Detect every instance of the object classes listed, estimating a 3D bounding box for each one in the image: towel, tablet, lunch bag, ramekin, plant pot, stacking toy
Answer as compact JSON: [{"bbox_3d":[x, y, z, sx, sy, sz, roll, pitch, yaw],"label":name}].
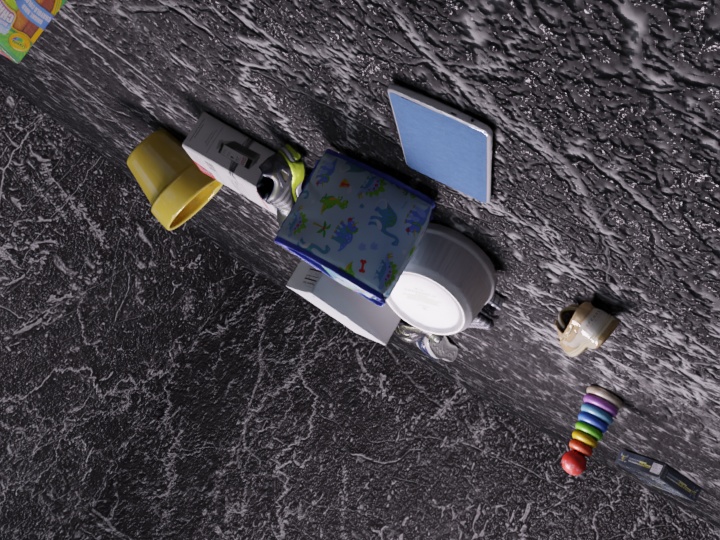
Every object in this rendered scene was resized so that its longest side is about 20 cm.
[{"bbox_3d":[0.175,0.052,1.364,0.164,0.086,0.200,34,170,-17],"label":"towel"},{"bbox_3d":[0.100,-0.146,0.810,0.129,0.014,0.200,29,171,17],"label":"tablet"},{"bbox_3d":[-0.010,-0.068,1.038,0.198,0.172,0.128,29,172,7],"label":"lunch bag"},{"bbox_3d":[0.124,0.024,1.151,0.200,0.095,0.204,24,148,16],"label":"ramekin"},{"bbox_3d":[-0.468,-0.235,1.676,0.189,0.201,0.201,46,169,-4],"label":"plant pot"},{"bbox_3d":[0.514,0.368,1.534,0.085,0.202,0.085,30,171,5],"label":"stacking toy"}]

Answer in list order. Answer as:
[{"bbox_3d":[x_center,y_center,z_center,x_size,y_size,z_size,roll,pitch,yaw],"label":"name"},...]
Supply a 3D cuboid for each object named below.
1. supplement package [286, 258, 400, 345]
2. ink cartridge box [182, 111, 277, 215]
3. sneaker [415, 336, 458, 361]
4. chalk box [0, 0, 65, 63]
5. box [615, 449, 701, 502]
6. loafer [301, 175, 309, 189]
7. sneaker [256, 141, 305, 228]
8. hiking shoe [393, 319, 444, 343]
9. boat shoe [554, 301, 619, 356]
[{"bbox_3d":[0.000,0.000,1.305,0.190,0.202,0.147,36,169,-24],"label":"supplement package"},{"bbox_3d":[-0.235,-0.208,1.346,0.198,0.084,0.147,30,170,8],"label":"ink cartridge box"},{"bbox_3d":[0.210,0.224,2.139,0.145,0.082,0.199,18,170,39],"label":"sneaker"},{"bbox_3d":[-0.543,-0.402,0.986,0.123,0.202,0.125,29,171,12],"label":"chalk box"},{"bbox_3d":[0.899,0.619,2.049,0.157,0.051,0.200,34,170,-13],"label":"box"},{"bbox_3d":[-0.054,-0.135,1.244,0.062,0.073,0.199,14,-172,-34],"label":"loafer"},{"bbox_3d":[-0.151,-0.144,1.233,0.074,0.080,0.201,51,156,29],"label":"sneaker"},{"bbox_3d":[0.104,0.094,1.386,0.100,0.076,0.199,40,161,-16],"label":"hiking shoe"},{"bbox_3d":[0.345,0.085,1.068,0.069,0.074,0.200,41,171,10],"label":"boat shoe"}]
